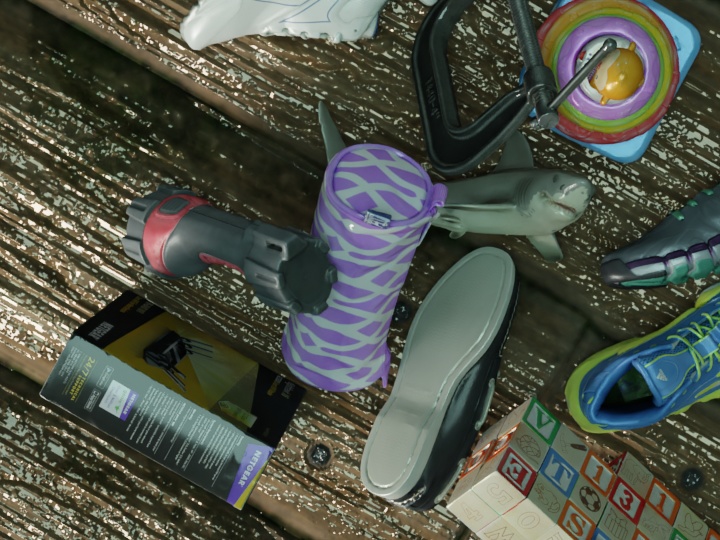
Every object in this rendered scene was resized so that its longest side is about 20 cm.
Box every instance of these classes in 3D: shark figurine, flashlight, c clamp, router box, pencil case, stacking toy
[{"bbox_3d":[0.079,-0.069,1.535,0.214,0.128,0.090,8,72,21],"label":"shark figurine"},{"bbox_3d":[-0.091,-0.011,1.485,0.068,0.200,0.068,9,98,-40],"label":"flashlight"},{"bbox_3d":[0.099,-0.151,1.456,0.027,0.200,0.171,24,123,-31],"label":"c clamp"},{"bbox_3d":[-0.126,0.086,1.493,0.157,0.200,0.052,30,99,-1],"label":"router box"},{"bbox_3d":[0.000,0.000,1.488,0.085,0.084,0.200,10,138,-7],"label":"pencil case"},{"bbox_3d":[0.169,-0.136,1.444,0.110,0.200,0.116,28,99,0],"label":"stacking toy"}]

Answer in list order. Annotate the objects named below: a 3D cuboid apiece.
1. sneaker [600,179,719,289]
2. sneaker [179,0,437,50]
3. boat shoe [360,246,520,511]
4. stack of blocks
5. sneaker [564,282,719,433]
[{"bbox_3d":[0.262,-0.045,1.522,0.199,0.074,0.088,-14,82,-3],"label":"sneaker"},{"bbox_3d":[-0.033,-0.196,1.518,0.199,0.075,0.087,-21,100,7],"label":"sneaker"},{"bbox_3d":[0.069,0.081,1.548,0.074,0.060,0.200,15,79,44],"label":"boat shoe"},{"bbox_3d":[0.167,0.185,1.509,0.200,0.115,0.059,42,129,-8],"label":"stack of blocks"},{"bbox_3d":[0.241,0.066,1.510,0.200,0.105,0.076,-30,94,8],"label":"sneaker"}]
